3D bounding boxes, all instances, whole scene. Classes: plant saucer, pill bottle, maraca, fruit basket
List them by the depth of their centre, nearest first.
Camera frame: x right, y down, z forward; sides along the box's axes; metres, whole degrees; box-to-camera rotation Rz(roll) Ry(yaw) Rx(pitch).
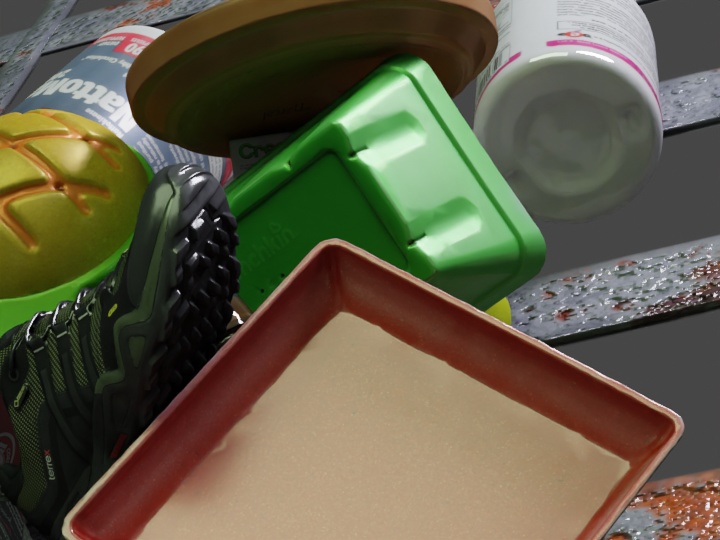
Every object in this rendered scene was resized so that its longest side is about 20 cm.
[{"bbox_3d":[0.007,0.099,1.072,0.199,0.037,0.200,27,57,25],"label":"plant saucer"},{"bbox_3d":[0.000,0.000,1.288,0.215,0.156,0.216,-33,-6,-4],"label":"fruit basket"},{"bbox_3d":[-0.179,-0.012,1.292,0.137,0.107,0.200,-1,39,15],"label":"maraca"},{"bbox_3d":[-0.024,-0.102,1.302,0.199,0.032,0.200,-11,-17,-3],"label":"plant saucer"},{"bbox_3d":[-0.170,-0.048,1.460,0.119,0.120,0.200,0,33,38],"label":"pill bottle"},{"bbox_3d":[0.129,-0.119,1.536,0.113,0.114,0.200,-15,24,12],"label":"pill bottle"}]

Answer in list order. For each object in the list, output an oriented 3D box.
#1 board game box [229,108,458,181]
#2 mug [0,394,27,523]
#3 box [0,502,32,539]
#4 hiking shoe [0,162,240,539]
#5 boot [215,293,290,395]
[{"bbox_3d":[-0.008,-0.040,1.408,0.126,0.035,0.200,-8,-14,-3],"label":"board game box"},{"bbox_3d":[-0.278,0.097,1.376,0.199,0.178,0.133,18,22,29],"label":"mug"},{"bbox_3d":[-0.271,0.161,1.223,0.199,0.133,0.115,-19,27,3],"label":"box"},{"bbox_3d":[-0.123,0.037,1.123,0.100,0.201,0.076,24,18,19],"label":"hiking shoe"},{"bbox_3d":[-0.081,0.116,1.189,0.075,0.200,0.097,-15,51,-48],"label":"boot"}]
